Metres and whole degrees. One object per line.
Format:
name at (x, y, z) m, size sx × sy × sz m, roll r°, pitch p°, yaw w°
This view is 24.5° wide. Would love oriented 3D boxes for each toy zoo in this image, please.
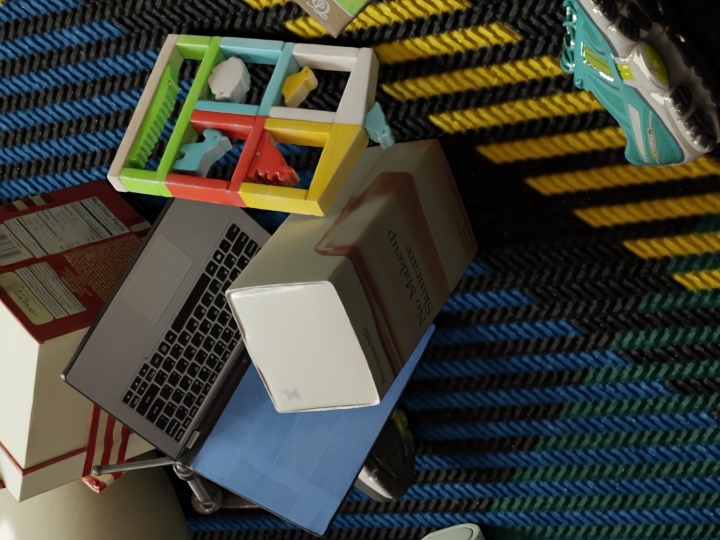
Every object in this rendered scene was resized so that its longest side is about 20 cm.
toy zoo at (-0.070, -0.105, 1.181) m, size 0.199 × 0.132 × 0.020 m, roll 8°, pitch 153°, yaw 23°

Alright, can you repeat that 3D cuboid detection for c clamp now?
c clamp at (-0.110, 0.171, 1.365) m, size 0.170 × 0.027 × 0.200 m, roll -6°, pitch 160°, yaw 6°

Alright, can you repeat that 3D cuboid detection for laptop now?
laptop at (-0.078, 0.059, 1.231) m, size 0.116 × 0.188 × 0.200 m, roll 10°, pitch 154°, yaw 49°

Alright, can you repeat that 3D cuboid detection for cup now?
cup at (-0.255, 0.186, 1.444) m, size 0.199 × 0.200 × 0.144 m, roll -6°, pitch 94°, yaw 30°

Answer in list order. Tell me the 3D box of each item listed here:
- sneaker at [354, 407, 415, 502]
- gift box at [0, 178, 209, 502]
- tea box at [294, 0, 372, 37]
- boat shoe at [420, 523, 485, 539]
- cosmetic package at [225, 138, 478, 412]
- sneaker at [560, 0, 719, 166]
sneaker at (-0.036, 0.110, 1.347) m, size 0.200 × 0.074 × 0.085 m, roll 51°, pitch 135°, yaw 1°
gift box at (-0.253, 0.059, 1.314) m, size 0.185 × 0.199 × 0.187 m, roll 46°, pitch 137°, yaw 36°
tea box at (-0.009, -0.293, 1.019) m, size 0.200 × 0.134 × 0.197 m, roll 42°, pitch 130°, yaw -4°
boat shoe at (0.029, 0.272, 1.411) m, size 0.201 × 0.072 × 0.060 m, roll -22°, pitch 104°, yaw 32°
cosmetic package at (0.000, 0.000, 1.163) m, size 0.087 × 0.200 × 0.104 m, roll -6°, pitch 120°, yaw 30°
sneaker at (0.158, -0.149, 1.070) m, size 0.079 × 0.078 × 0.201 m, roll -17°, pitch 112°, yaw 44°
